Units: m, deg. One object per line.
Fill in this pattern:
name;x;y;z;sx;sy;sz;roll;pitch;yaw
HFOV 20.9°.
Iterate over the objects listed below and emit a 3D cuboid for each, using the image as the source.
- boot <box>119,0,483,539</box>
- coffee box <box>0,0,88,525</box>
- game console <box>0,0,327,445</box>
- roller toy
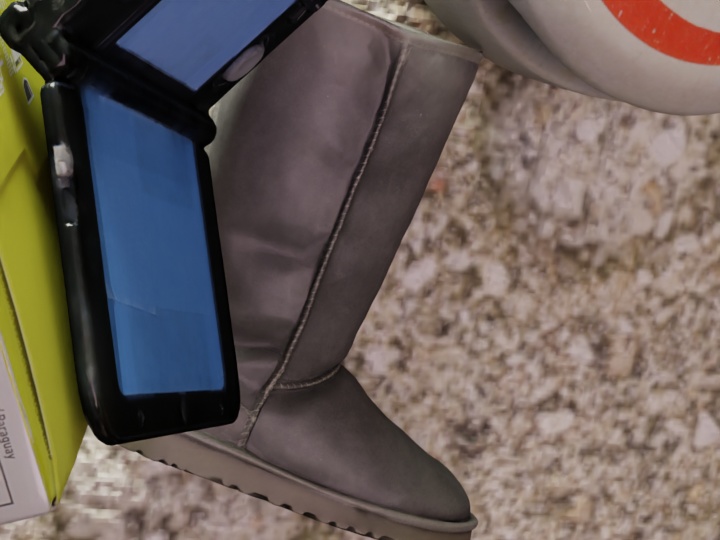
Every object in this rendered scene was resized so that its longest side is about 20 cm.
boot;0.002;0.001;0.795;0.182;0.073;0.200;23;86;-26
coffee box;-0.195;-0.033;0.594;0.197;0.200;0.200;-13;107;4
game console;-0.033;-0.046;0.643;0.176;0.200;0.116;-42;84;4
roller toy;0.117;-0.157;0.759;0.200;0.140;0.183;-17;109;-19
